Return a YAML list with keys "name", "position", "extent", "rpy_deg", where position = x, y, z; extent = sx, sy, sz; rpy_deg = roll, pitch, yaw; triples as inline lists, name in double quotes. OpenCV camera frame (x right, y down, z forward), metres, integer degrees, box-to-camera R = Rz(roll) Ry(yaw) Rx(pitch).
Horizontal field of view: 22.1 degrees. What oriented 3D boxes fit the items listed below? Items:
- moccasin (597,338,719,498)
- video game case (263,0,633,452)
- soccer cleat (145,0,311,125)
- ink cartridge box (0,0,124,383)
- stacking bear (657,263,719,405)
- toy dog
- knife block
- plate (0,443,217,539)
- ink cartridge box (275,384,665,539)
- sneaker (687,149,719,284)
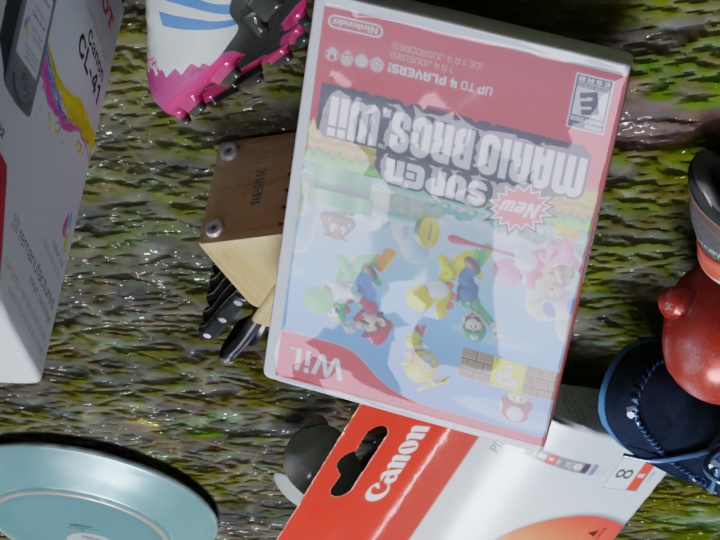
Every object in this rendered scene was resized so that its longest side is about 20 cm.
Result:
- name: "moccasin"
  position: [0.211, 0.090, 1.044]
  extent: [0.200, 0.081, 0.068]
  rpy_deg: [24, 180, -45]
- name: "video game case"
  position: [0.035, -0.021, 0.843]
  extent: [0.142, 0.017, 0.201]
  rpy_deg: [15, 119, 10]
- name: "soccer cleat"
  position: [-0.060, -0.128, 0.777]
  extent: [0.087, 0.070, 0.200]
  rpy_deg: [56, 159, 2]
- name: "ink cartridge box"
  position: [-0.166, -0.074, 0.751]
  extent: [0.085, 0.201, 0.148]
  rpy_deg: [3, 150, 10]
- name: "stacking bear"
  position: [0.249, 0.034, 0.915]
  extent: [0.199, 0.114, 0.122]
  rpy_deg: [4, 150, 19]
- name: "toy dog"
  position: [0.012, 0.145, 1.192]
  extent: [0.131, 0.097, 0.201]
  rpy_deg: [-9, 137, -3]
- name: "knife block"
  position: [0.000, 0.000, 0.966]
  extent: [0.199, 0.064, 0.176]
  rpy_deg: [-7, 147, 25]
- name: "plate"
  position: [-0.205, 0.182, 1.361]
  extent: [0.199, 0.026, 0.201]
  rpy_deg: [7, 149, 4]
- name: "ink cartridge box"
  position: [0.071, 0.133, 1.087]
  extent: [0.199, 0.050, 0.163]
  rpy_deg: [7, 130, -32]
- name: "sneaker"
  position: [0.240, -0.034, 0.832]
  extent: [0.199, 0.077, 0.082]
  rpy_deg: [-8, 138, 26]
